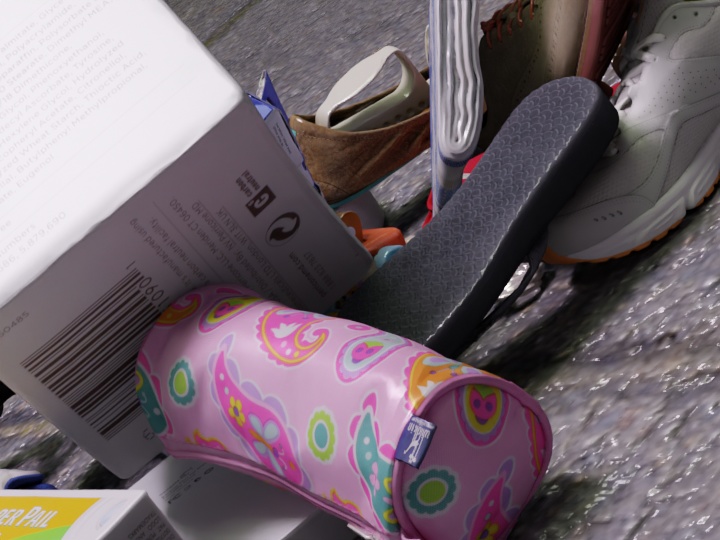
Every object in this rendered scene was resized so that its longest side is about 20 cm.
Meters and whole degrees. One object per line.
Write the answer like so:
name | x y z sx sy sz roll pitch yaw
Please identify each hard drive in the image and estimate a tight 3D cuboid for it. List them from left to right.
hard drive | -0.041 0.099 0.989 0.132 0.026 0.200 -39 17 -12

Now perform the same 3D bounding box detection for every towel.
towel | 0.049 -0.103 1.088 0.024 0.148 0.200 0 -12 1

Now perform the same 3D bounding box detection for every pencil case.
pencil case | -0.013 0.063 0.862 0.087 0.088 0.200 -42 34 -23

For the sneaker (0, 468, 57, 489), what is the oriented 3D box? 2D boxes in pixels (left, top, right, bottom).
sneaker | -0.209 0.144 1.160 0.088 0.076 0.200 -15 13 -8

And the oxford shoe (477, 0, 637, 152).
oxford shoe | 0.093 -0.115 1.049 0.071 0.075 0.200 -57 -15 -39

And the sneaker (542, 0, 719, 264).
sneaker | 0.146 -0.086 1.015 0.200 0.092 0.076 -42 18 -17

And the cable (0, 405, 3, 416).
cable | -0.288 0.115 1.249 0.200 0.051 0.163 -49 -17 -21

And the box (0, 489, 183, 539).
box | -0.142 0.165 0.873 0.112 0.102 0.200 -45 19 -29

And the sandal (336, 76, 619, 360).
sandal | 0.058 -0.004 0.959 0.200 0.043 0.076 -49 32 -13

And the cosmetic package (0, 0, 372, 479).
cosmetic package | -0.133 -0.046 0.984 0.165 0.165 0.200 -40 56 -2

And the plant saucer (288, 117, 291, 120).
plant saucer | -0.120 -0.030 1.309 0.200 0.037 0.200 -32 3 2

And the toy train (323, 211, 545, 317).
toy train | 0.000 0.000 1.088 0.150 0.056 0.200 -28 14 -25

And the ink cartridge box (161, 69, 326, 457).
ink cartridge box | -0.091 -0.016 1.144 0.076 0.137 0.200 29 71 29

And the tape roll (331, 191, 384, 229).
tape roll | -0.076 0.006 1.301 0.202 0.037 0.203 -32 17 11

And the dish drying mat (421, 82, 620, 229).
dish drying mat | 0.123 -0.080 1.175 0.199 0.018 0.077 -28 17 24

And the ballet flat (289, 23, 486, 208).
ballet flat | 0.036 -0.108 1.263 0.199 0.073 0.068 -27 30 -22

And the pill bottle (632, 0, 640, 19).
pill bottle | 0.161 -0.215 1.311 0.112 0.112 0.200 -38 16 -10

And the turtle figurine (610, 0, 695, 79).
turtle figurine | 0.188 -0.161 1.079 0.161 0.199 0.065 -36 54 32

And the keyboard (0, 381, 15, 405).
keyboard | -0.189 0.050 1.218 0.127 0.021 0.200 -38 -3 36
